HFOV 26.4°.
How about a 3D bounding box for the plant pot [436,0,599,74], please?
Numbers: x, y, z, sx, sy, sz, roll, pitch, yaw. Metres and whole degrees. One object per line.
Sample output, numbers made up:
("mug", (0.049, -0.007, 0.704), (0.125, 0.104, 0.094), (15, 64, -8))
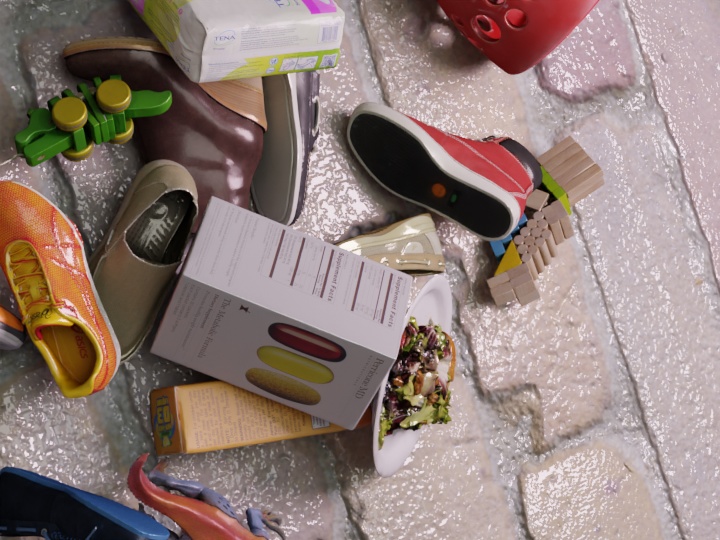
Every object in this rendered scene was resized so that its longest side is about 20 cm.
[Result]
("plant pot", (0.152, -0.331, 1.571), (0.182, 0.200, 0.201), (39, 65, -10))

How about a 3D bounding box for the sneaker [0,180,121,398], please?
("sneaker", (-0.265, 0.013, 1.307), (0.073, 0.077, 0.200), (-28, 94, 12))

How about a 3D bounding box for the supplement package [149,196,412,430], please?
("supplement package", (-0.069, 0.039, 1.379), (0.200, 0.114, 0.110), (21, 43, -7))

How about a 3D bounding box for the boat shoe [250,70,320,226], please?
("boat shoe", (-0.069, -0.140, 1.483), (0.060, 0.074, 0.201), (1, 82, -47))

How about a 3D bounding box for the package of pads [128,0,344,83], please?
("package of pads", (-0.127, -0.254, 1.408), (0.154, 0.068, 0.200), (-12, 45, -31))

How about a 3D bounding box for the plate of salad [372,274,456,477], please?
("plate of salad", (0.060, 0.104, 1.463), (0.048, 0.200, 0.200), (16, 68, 18))

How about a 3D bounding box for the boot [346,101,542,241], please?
("boot", (0.089, -0.123, 1.576), (0.200, 0.072, 0.144), (33, 36, 2))

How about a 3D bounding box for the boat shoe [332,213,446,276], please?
("boat shoe", (-0.001, 0.000, 1.499), (0.200, 0.073, 0.063), (-21, 88, -38))

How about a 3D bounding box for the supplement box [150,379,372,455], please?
("supplement box", (-0.091, 0.128, 1.428), (0.200, 0.066, 0.069), (-8, 86, -31))

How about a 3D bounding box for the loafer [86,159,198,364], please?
("loafer", (-0.201, -0.003, 1.364), (0.076, 0.068, 0.201), (21, 90, -23))

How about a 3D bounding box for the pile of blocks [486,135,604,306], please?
("pile of blocks", (0.186, -0.045, 1.628), (0.200, 0.082, 0.062), (-56, 153, -15))

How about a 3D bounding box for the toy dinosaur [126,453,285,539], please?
("toy dinosaur", (-0.121, 0.253, 1.350), (0.181, 0.200, 0.105), (29, 83, 10))

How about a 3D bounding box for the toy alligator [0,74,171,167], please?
("toy alligator", (-0.263, -0.129, 1.342), (0.200, 0.059, 0.054), (-25, 64, -17))

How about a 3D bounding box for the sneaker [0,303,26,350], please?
("sneaker", (-0.352, -0.020, 1.296), (0.200, 0.078, 0.112), (35, 68, -21))

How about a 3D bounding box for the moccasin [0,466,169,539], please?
("moccasin", (-0.233, 0.218, 1.269), (0.080, 0.200, 0.068), (26, 79, -43))

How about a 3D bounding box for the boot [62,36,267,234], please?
("boot", (-0.183, -0.121, 1.413), (0.199, 0.072, 0.167), (9, 83, -22))
